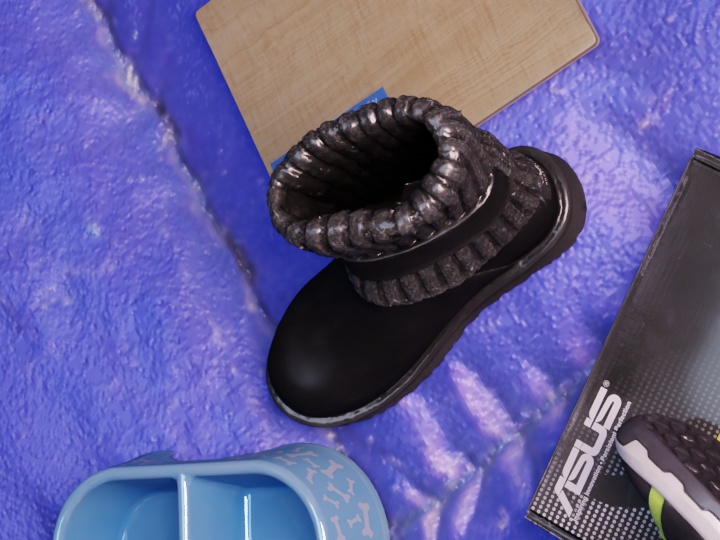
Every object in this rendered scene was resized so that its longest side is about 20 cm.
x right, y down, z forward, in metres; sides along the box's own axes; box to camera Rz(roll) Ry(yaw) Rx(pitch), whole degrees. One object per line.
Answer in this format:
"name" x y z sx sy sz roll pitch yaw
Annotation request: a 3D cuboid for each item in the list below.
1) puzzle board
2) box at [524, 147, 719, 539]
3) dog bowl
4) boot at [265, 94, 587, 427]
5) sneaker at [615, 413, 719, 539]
"puzzle board" 0.016 -0.129 1.140 0.200 0.017 0.151 -34 71 25
"box" 0.199 0.072 0.993 0.193 0.048 0.200 29 101 27
"dog bowl" -0.082 0.150 1.153 0.200 0.050 0.112 -6 83 30
"boot" -0.001 -0.002 1.055 0.211 0.158 0.079 -43 66 20
"sneaker" 0.167 0.153 0.940 0.083 0.072 0.200 -49 66 22
